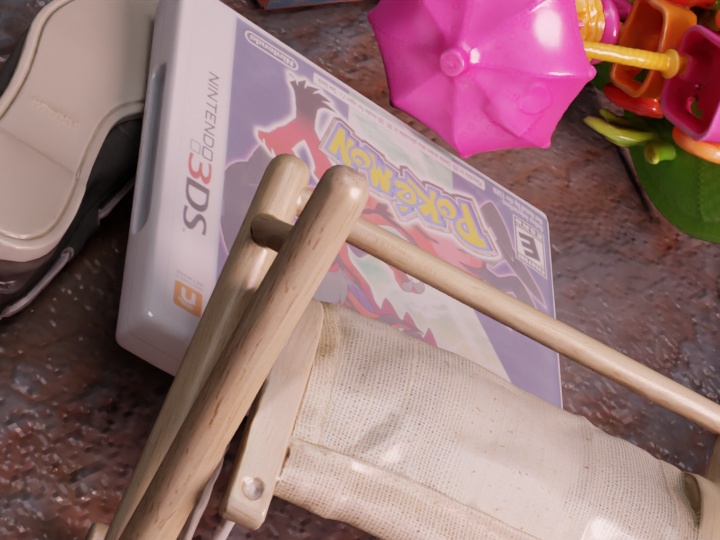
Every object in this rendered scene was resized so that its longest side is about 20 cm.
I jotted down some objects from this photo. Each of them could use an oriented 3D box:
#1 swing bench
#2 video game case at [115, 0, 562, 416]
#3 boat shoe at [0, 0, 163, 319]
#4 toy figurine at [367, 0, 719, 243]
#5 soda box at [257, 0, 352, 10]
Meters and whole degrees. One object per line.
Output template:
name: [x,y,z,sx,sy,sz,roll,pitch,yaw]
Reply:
swing bench: [0.023,0.098,0.633,0.198,0.201,0.130,27,-1,-11]
video game case: [0.000,0.000,0.779,0.199,0.023,0.183,31,38,-27]
boat shoe: [-0.115,-0.047,0.767,0.067,0.057,0.200,35,35,-5]
toy figurine: [0.083,-0.106,0.882,0.183,0.151,0.200,6,24,-32]
soda box: [0.023,-0.174,0.967,0.199,0.064,0.069,-11,57,-42]
